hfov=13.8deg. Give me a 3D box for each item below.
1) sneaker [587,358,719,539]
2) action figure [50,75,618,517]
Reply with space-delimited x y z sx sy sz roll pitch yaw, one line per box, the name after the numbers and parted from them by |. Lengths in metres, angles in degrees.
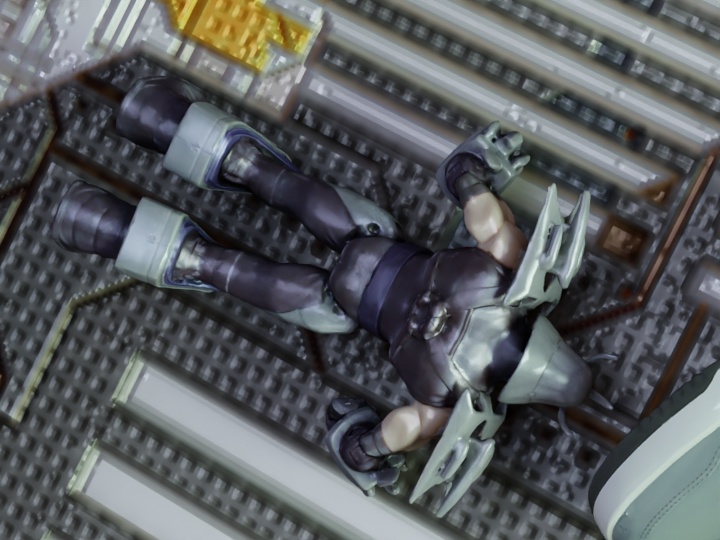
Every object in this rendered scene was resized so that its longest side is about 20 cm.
0.174 0.071 0.894 0.199 0.084 0.121 -29 61 16 | sneaker
0.000 0.000 0.994 0.199 0.069 0.131 27 86 22 | action figure
